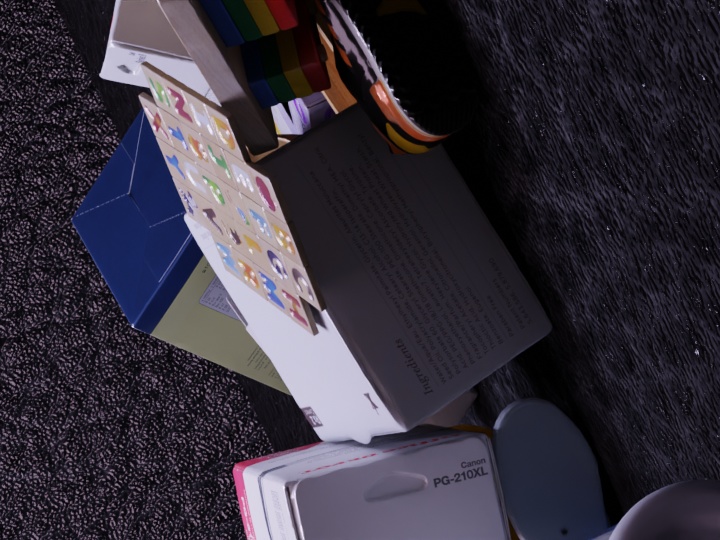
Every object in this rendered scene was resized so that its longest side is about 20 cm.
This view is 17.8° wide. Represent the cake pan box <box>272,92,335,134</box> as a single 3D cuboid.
[{"bbox_3d":[-0.047,-0.143,1.864,0.185,0.052,0.200,57,168,33],"label":"cake pan box"}]

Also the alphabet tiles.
[{"bbox_3d":[-0.085,-0.047,1.490,0.200,0.006,0.167,34,149,55],"label":"alphabet tiles"}]

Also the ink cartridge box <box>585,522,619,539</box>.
[{"bbox_3d":[0.115,0.231,1.435,0.085,0.199,0.145,65,171,5],"label":"ink cartridge box"}]

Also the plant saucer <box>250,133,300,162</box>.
[{"bbox_3d":[-0.006,-0.038,1.777,0.200,0.035,0.200,37,158,18],"label":"plant saucer"}]

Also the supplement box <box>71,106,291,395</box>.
[{"bbox_3d":[-0.118,-0.017,2.040,0.199,0.135,0.200,26,-164,-34],"label":"supplement box"}]

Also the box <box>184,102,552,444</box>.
[{"bbox_3d":[0.000,0.000,1.568,0.201,0.130,0.199,58,163,-3],"label":"box"}]

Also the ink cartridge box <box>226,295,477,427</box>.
[{"bbox_3d":[-0.011,0.060,1.874,0.200,0.117,0.068,48,117,39],"label":"ink cartridge box"}]

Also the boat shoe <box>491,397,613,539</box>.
[{"bbox_3d":[0.136,0.178,1.581,0.201,0.071,0.091,66,172,-7],"label":"boat shoe"}]

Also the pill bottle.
[{"bbox_3d":[0.183,0.201,1.246,0.112,0.112,0.200,60,169,28],"label":"pill bottle"}]

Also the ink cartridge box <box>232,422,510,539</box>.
[{"bbox_3d":[0.004,0.162,1.592,0.200,0.144,0.085,174,83,-77],"label":"ink cartridge box"}]

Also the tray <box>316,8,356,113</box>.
[{"bbox_3d":[-0.010,-0.154,1.671,0.099,0.037,0.200,76,167,-48],"label":"tray"}]

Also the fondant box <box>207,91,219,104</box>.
[{"bbox_3d":[-0.133,-0.221,1.947,0.201,0.058,0.145,79,-172,-48],"label":"fondant box"}]

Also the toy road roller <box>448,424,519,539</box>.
[{"bbox_3d":[0.099,0.215,1.756,0.201,0.122,0.146,64,159,12],"label":"toy road roller"}]

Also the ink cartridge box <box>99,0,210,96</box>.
[{"bbox_3d":[-0.123,-0.234,1.639,0.146,0.084,0.201,153,129,-81],"label":"ink cartridge box"}]

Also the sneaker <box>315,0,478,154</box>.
[{"bbox_3d":[-0.003,-0.162,1.440,0.201,0.070,0.090,63,153,5],"label":"sneaker"}]

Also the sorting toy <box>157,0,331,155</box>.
[{"bbox_3d":[-0.080,-0.208,1.433,0.200,0.069,0.200,59,-163,-62],"label":"sorting toy"}]
